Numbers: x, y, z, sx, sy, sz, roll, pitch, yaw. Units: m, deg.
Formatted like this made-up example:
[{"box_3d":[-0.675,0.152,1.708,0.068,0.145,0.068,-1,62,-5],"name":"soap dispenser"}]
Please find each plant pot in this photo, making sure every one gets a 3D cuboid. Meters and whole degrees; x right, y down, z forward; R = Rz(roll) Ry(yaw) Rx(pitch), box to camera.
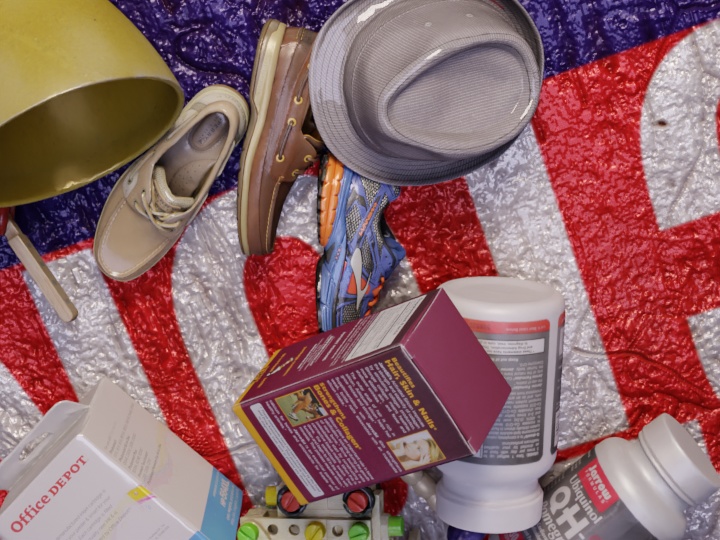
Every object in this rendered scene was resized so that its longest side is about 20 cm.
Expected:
[{"box_3d":[-0.258,-0.161,1.243,0.199,0.200,0.143,-28,78,12],"name":"plant pot"}]

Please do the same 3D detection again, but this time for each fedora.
[{"box_3d":[0.064,-0.145,1.249,0.197,0.090,0.179,-8,110,-13],"name":"fedora"}]

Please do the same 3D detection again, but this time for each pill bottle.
[{"box_3d":[0.114,0.114,1.342,0.114,0.116,0.203,2,102,1],"name":"pill bottle"},{"box_3d":[0.219,0.220,1.392,0.200,0.111,0.111,-42,104,15],"name":"pill bottle"}]

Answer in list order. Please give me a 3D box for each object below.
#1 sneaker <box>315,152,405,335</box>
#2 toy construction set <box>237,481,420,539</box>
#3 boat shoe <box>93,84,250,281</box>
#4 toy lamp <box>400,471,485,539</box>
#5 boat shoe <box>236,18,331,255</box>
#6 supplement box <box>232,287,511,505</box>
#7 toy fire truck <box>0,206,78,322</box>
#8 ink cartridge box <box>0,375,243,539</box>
[{"box_3d":[0.000,0.000,1.341,0.077,0.075,0.202,1,112,-2],"name":"sneaker"},{"box_3d":[-0.030,0.255,1.423,0.197,0.092,0.133,-2,95,-2],"name":"toy construction set"},{"box_3d":[-0.166,-0.068,1.324,0.072,0.065,0.200,37,107,-11],"name":"boat shoe"},{"box_3d":[0.037,0.173,1.410,0.058,0.058,0.200,-43,103,16],"name":"toy lamp"},{"box_3d":[-0.064,-0.105,1.303,0.067,0.072,0.202,10,108,0],"name":"boat shoe"},{"box_3d":[0.008,0.105,1.275,0.199,0.086,0.111,-22,110,39],"name":"supplement box"},{"box_3d":[-0.334,-0.017,1.290,0.197,0.176,0.130,9,110,-2],"name":"toy fire truck"},{"box_3d":[-0.222,0.204,1.394,0.200,0.125,0.128,43,106,-13],"name":"ink cartridge box"}]
